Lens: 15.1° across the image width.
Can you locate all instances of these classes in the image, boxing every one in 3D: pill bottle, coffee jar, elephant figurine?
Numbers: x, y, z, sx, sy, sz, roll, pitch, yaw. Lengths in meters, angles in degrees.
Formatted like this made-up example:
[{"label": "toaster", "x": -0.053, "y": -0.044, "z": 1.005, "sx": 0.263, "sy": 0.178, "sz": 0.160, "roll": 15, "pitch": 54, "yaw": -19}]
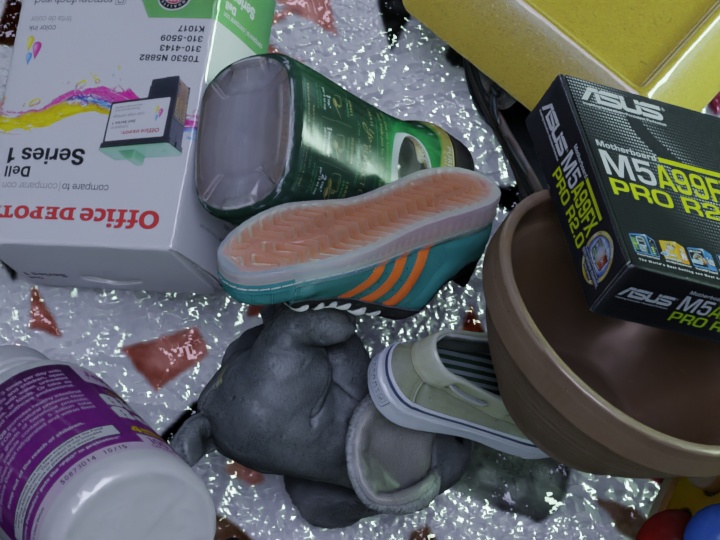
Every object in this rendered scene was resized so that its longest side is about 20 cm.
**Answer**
[{"label": "pill bottle", "x": -0.177, "y": 0.121, "z": 1.637, "sx": 0.112, "sy": 0.112, "sz": 0.200, "roll": -37, "pitch": 38, "yaw": -12}, {"label": "coffee jar", "x": -0.011, "y": -0.059, "z": 1.706, "sx": 0.085, "sy": 0.200, "sz": 0.104, "roll": -9, "pitch": 70, "yaw": 38}, {"label": "elephant figurine", "x": 0.008, "y": 0.102, "z": 1.700, "sx": 0.200, "sy": 0.142, "sz": 0.155, "roll": 41, "pitch": 105, "yaw": -9}]

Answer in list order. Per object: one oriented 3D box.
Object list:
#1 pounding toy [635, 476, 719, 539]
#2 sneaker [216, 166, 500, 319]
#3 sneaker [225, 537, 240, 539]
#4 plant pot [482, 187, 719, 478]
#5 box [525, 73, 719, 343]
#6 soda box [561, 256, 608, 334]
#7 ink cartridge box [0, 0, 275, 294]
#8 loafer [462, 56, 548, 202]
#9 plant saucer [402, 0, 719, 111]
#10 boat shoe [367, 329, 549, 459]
[{"label": "pounding toy", "x": 0.237, "y": 0.135, "z": 1.684, "sx": 0.142, "sy": 0.184, "sz": 0.200, "roll": 28, "pitch": 74, "yaw": -12}, {"label": "sneaker", "x": 0.000, "y": 0.000, "z": 1.627, "sx": 0.200, "sy": 0.080, "sz": 0.071, "roll": -15, "pitch": 37, "yaw": -34}, {"label": "sneaker", "x": 0.005, "y": 0.213, "z": 1.696, "sx": 0.200, "sy": 0.073, "sz": 0.112, "roll": 44, "pitch": 73, "yaw": -1}, {"label": "plant pot", "x": 0.145, "y": 0.055, "z": 1.601, "sx": 0.201, "sy": 0.093, "sz": 0.201, "roll": 23, "pitch": 38, "yaw": -19}, {"label": "box", "x": 0.208, "y": -0.028, "z": 1.628, "sx": 0.200, "sy": 0.044, "sz": 0.160, "roll": 14, "pitch": 42, "yaw": -28}, {"label": "soda box", "x": 0.203, "y": 0.003, "z": 1.729, "sx": 0.200, "sy": 0.068, "sz": 0.064, "roll": -6, "pitch": 108, "yaw": -20}, {"label": "ink cartridge box", "x": -0.148, "y": -0.094, "z": 1.730, "sx": 0.145, "sy": 0.084, "sz": 0.200, "roll": 2, "pitch": 73, "yaw": 23}, {"label": "loafer", "x": 0.120, "y": -0.096, "z": 1.786, "sx": 0.072, "sy": 0.063, "sz": 0.200, "roll": -17, "pitch": 77, "yaw": -7}, {"label": "plant saucer", "x": 0.161, "y": -0.185, "z": 1.791, "sx": 0.200, "sy": 0.048, "sz": 0.200, "roll": 39, "pitch": 57, "yaw": 6}, {"label": "boat shoe", "x": 0.095, "y": 0.074, "z": 1.676, "sx": 0.200, "sy": 0.062, "sz": 0.072, "roll": 6, "pitch": 68, "yaw": -41}]
